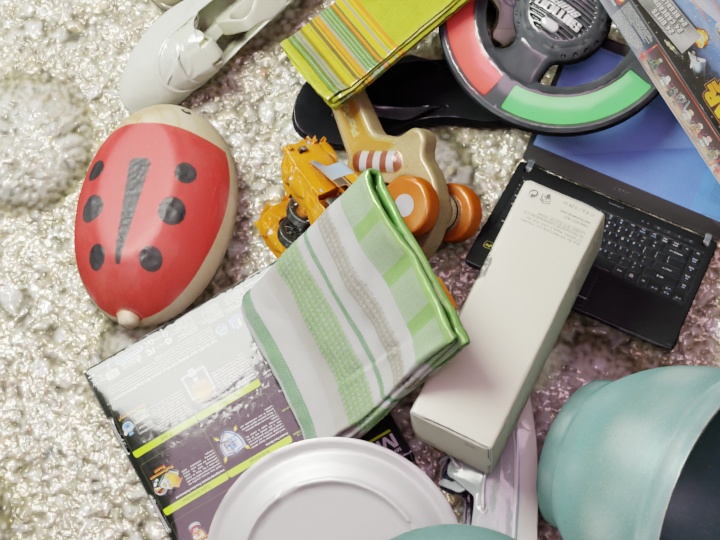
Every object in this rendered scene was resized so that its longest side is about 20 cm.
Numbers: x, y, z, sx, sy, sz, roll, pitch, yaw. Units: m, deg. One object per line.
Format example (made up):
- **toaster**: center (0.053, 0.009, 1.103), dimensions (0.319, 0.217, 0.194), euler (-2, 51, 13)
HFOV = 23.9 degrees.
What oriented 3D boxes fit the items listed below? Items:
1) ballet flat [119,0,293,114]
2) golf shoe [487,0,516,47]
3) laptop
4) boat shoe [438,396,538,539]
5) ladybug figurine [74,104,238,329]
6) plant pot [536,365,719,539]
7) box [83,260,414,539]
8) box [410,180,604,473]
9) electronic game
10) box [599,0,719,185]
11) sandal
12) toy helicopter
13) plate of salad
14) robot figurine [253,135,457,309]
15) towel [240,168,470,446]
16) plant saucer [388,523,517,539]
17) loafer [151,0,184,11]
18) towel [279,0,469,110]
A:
- **ballet flat**: center (-0.119, -0.203, 1.425), dimensions (0.200, 0.069, 0.069), euler (-43, 75, -10)
- **golf shoe**: center (0.079, -0.272, 1.435), dimensions (0.200, 0.078, 0.097), euler (42, 87, 16)
- **laptop**: center (0.204, -0.067, 1.341), dimensions (0.176, 0.104, 0.200), euler (23, 50, 12)
- **boat shoe**: center (0.096, 0.163, 1.301), dimensions (0.071, 0.070, 0.203), euler (1, 77, -5)
- **ladybug figurine**: center (-0.170, -0.050, 1.375), dimensions (0.135, 0.072, 0.201), euler (-1, 65, 13)
- **plant pot**: center (0.214, 0.155, 1.248), dimensions (0.134, 0.200, 0.201), euler (20, 74, 38)
- **box**: center (-0.088, 0.115, 1.347), dimensions (0.199, 0.048, 0.194), euler (-30, 76, -5)
- **box**: center (0.110, 0.042, 1.265), dimensions (0.068, 0.082, 0.201), euler (24, 73, 13)
- **electronic game**: center (0.161, -0.203, 1.357), dimensions (0.198, 0.042, 0.202), euler (-1, 76, 3)
- **box**: center (0.292, -0.169, 1.325), dimensions (0.136, 0.040, 0.201), euler (-32, 89, -23)
- **sandal**: center (0.039, -0.150, 1.415), dimensions (0.198, 0.043, 0.077), euler (-8, 74, 3)
- **toy helicopter**: center (0.002, -0.087, 1.364), dimensions (0.132, 0.079, 0.201), euler (-32, 69, 31)
- **plate of salad**: center (-0.018, 0.223, 1.283), dimensions (0.198, 0.048, 0.202), euler (0, 94, 5)
- **robot figurine**: center (0.000, 0.000, 1.295), dimensions (0.058, 0.145, 0.200), euler (-25, 66, -34)
- **towel**: center (-0.012, 0.037, 1.248), dimensions (0.031, 0.200, 0.150), euler (-19, 73, -39)
- **plant saucer**: center (0.067, 0.287, 1.244), dimensions (0.198, 0.036, 0.202), euler (0, 99, -1)
- **loafer**: center (-0.113, -0.307, 1.461), dimensions (0.076, 0.068, 0.200), euler (39, 80, 14)
- **towel**: center (0.031, -0.217, 1.358), dimensions (0.200, 0.018, 0.086), euler (-40, 56, -1)
